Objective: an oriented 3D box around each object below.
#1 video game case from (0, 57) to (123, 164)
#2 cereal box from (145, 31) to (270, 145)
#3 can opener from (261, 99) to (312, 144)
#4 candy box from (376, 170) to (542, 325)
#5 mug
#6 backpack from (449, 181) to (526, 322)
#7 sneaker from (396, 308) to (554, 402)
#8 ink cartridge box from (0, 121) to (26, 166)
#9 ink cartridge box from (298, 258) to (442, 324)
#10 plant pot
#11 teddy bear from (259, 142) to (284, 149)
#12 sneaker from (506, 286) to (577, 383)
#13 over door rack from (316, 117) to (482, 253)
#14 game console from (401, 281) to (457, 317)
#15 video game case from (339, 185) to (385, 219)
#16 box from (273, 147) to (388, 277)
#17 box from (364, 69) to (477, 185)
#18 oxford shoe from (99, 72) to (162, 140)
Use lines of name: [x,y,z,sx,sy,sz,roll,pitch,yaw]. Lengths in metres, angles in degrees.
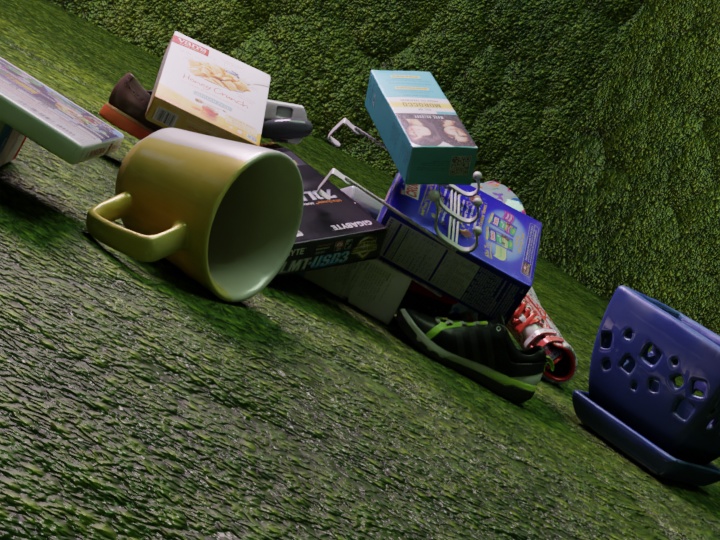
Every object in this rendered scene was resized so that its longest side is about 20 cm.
video game case: [-0.323,-0.163,1.295,0.198,0.023,0.182,32,8,-2]
cereal box: [-0.189,-0.220,1.781,0.142,0.040,0.201,24,31,-15]
can opener: [-0.161,-0.208,1.869,0.197,0.054,0.067,8,-1,-16]
candy box: [0.118,-0.041,1.748,0.198,0.077,0.170,29,31,-4]
mug: [-0.165,-0.072,1.360,0.152,0.151,0.186,24,-2,29]
backpack: [0.165,-0.032,2.097,0.149,0.203,0.177,2,21,-27]
sneaker: [0.139,0.081,1.691,0.198,0.084,0.072,28,7,-7]
ink cartridge box: [-0.381,-0.157,1.362,0.115,0.068,0.200,29,8,-6]
ink cartridge box: [0.000,0.000,1.751,0.198,0.068,0.116,29,11,-3]
plant pot: [0.398,0.156,1.797,0.199,0.182,0.199,34,9,37]
teddy bear: [-0.168,-0.136,1.941,0.198,0.067,0.146,21,-29,36]
sneaker: [0.238,0.072,1.993,0.202,0.067,0.108,54,2,-20]
over door rack: [0.055,-0.110,1.657,0.198,0.067,0.148,22,31,-7]
game console: [0.073,-0.016,1.940,0.172,0.120,0.199,36,10,37]
video game case: [-0.008,-0.060,1.949,0.180,0.024,0.199,-11,-25,42]
box: [-0.103,-0.069,1.624,0.198,0.050,0.198,-11,37,-42]
box: [0.068,-0.170,1.658,0.081,0.050,0.201,0,33,-16]
oxford shoe: [-0.237,-0.187,1.809,0.199,0.073,0.071,25,5,-44]
